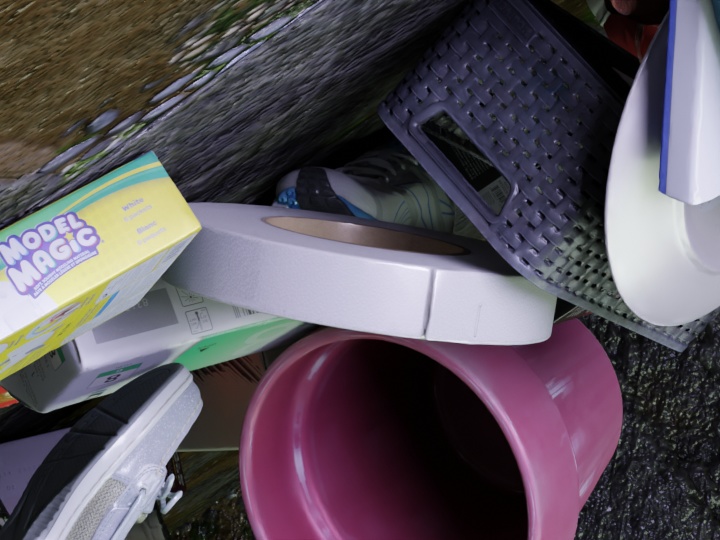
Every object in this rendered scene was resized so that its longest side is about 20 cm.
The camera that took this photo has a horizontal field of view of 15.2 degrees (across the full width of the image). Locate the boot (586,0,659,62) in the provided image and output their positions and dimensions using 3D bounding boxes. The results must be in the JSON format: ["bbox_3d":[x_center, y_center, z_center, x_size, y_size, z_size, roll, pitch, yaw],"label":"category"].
[{"bbox_3d":[0.188,-0.120,1.439,0.072,0.145,0.200,-31,173,-5],"label":"boot"}]

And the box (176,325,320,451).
[{"bbox_3d":[-0.070,0.072,1.696,0.082,0.069,0.200,-19,-175,-31],"label":"box"}]

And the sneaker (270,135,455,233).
[{"bbox_3d":[0.007,-0.044,1.540,0.200,0.075,0.087,31,73,-68],"label":"sneaker"}]

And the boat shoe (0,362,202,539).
[{"bbox_3d":[-0.144,0.138,1.411,0.202,0.065,0.074,-56,-158,-18],"label":"boat shoe"}]

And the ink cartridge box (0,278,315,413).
[{"bbox_3d":[-0.122,0.050,1.520,0.160,0.050,0.200,-15,164,-28],"label":"ink cartridge box"}]

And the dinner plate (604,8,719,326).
[{"bbox_3d":[0.180,-0.065,1.255,0.200,0.024,0.201,-29,131,-39],"label":"dinner plate"}]

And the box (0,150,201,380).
[{"bbox_3d":[-0.176,0.026,1.197,0.200,0.048,0.117,-32,175,-28],"label":"box"}]

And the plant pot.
[{"bbox_3d":[0.057,0.101,1.556,0.200,0.200,0.179,-37,175,36],"label":"plant pot"}]

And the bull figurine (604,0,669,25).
[{"bbox_3d":[0.145,-0.164,1.239,0.121,0.065,0.200,-35,173,4],"label":"bull figurine"}]

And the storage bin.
[{"bbox_3d":[0.117,-0.052,1.341,0.094,0.135,0.200,-47,149,12],"label":"storage bin"}]

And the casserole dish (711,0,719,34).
[{"bbox_3d":[0.198,-0.112,1.152,0.121,0.039,0.200,-49,141,-22],"label":"casserole dish"}]

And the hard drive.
[{"bbox_3d":[0.181,-0.142,1.169,0.132,0.025,0.201,-28,129,-40],"label":"hard drive"}]

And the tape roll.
[{"bbox_3d":[0.000,0.000,1.343,0.202,0.037,0.203,9,-174,-1],"label":"tape roll"}]

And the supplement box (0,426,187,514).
[{"bbox_3d":[-0.192,0.136,1.781,0.108,0.061,0.200,-13,177,9],"label":"supplement box"}]

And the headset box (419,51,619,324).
[{"bbox_3d":[0.116,-0.052,1.586,0.075,0.149,0.200,-34,173,13],"label":"headset box"}]

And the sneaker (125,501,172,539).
[{"bbox_3d":[-0.173,0.192,1.904,0.080,0.200,0.074,-23,141,-6],"label":"sneaker"}]

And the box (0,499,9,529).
[{"bbox_3d":[-0.274,0.178,1.522,0.148,0.125,0.200,-31,175,0],"label":"box"}]
